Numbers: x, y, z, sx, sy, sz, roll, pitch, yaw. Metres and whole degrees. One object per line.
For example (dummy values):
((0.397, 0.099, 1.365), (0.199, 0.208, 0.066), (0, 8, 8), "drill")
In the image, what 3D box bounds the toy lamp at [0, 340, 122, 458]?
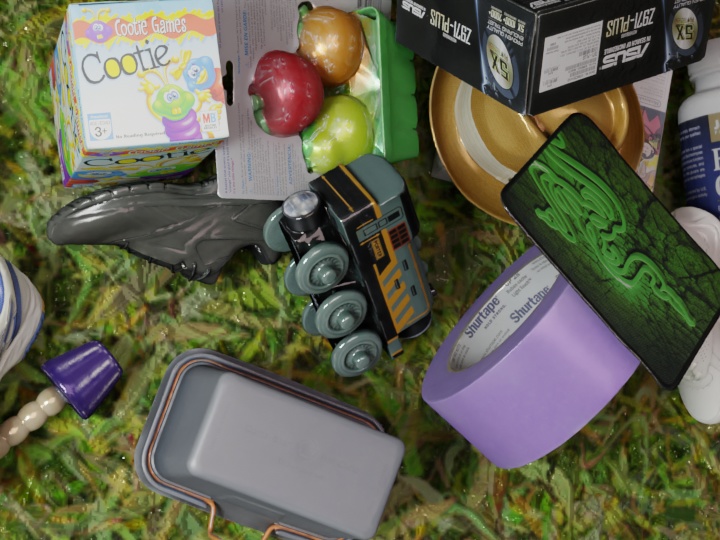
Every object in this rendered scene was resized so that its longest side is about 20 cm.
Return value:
((-0.272, 0.129, 1.083), (0.200, 0.058, 0.058), (-40, 97, -13), "toy lamp")

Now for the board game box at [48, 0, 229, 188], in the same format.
((-0.173, -0.129, 1.058), (0.105, 0.200, 0.103), (-7, 87, -16), "board game box")

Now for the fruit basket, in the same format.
((-0.045, -0.145, 1.123), (0.200, 0.094, 0.186), (-2, 88, -40), "fruit basket")

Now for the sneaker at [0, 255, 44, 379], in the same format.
((-0.306, 0.078, 1.036), (0.075, 0.088, 0.200), (7, 62, 14), "sneaker")

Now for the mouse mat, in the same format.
((0.203, -0.019, 1.083), (0.200, 0.008, 0.161), (47, 45, -3), "mouse mat")

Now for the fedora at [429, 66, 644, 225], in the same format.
((0.158, -0.131, 1.169), (0.200, 0.082, 0.201), (2, 84, -15), "fedora")

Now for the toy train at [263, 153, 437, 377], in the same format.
((0.000, 0.000, 1.118), (0.114, 0.085, 0.200), (-30, 136, -9), "toy train")

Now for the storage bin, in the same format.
((-0.068, 0.153, 1.099), (0.200, 0.134, 0.146), (23, 79, -12), "storage bin")

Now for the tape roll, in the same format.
((0.147, 0.059, 1.135), (0.085, 0.200, 0.200), (43, 75, -8), "tape roll")

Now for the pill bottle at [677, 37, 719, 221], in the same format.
((0.345, -0.106, 1.254), (0.111, 0.111, 0.200), (-5, 86, -17), "pill bottle")

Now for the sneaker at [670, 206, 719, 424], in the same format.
((0.276, 0.052, 1.214), (0.099, 0.078, 0.200), (-29, 111, -37), "sneaker")

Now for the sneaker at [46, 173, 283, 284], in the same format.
((-0.151, -0.031, 1.125), (0.200, 0.076, 0.091), (-7, 94, -14), "sneaker")

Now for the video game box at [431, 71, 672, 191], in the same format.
((0.176, -0.149, 1.242), (0.200, 0.047, 0.183), (14, 79, -14), "video game box")

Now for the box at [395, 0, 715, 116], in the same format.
((0.155, -0.213, 1.110), (0.200, 0.164, 0.086), (-21, 130, -31), "box")
